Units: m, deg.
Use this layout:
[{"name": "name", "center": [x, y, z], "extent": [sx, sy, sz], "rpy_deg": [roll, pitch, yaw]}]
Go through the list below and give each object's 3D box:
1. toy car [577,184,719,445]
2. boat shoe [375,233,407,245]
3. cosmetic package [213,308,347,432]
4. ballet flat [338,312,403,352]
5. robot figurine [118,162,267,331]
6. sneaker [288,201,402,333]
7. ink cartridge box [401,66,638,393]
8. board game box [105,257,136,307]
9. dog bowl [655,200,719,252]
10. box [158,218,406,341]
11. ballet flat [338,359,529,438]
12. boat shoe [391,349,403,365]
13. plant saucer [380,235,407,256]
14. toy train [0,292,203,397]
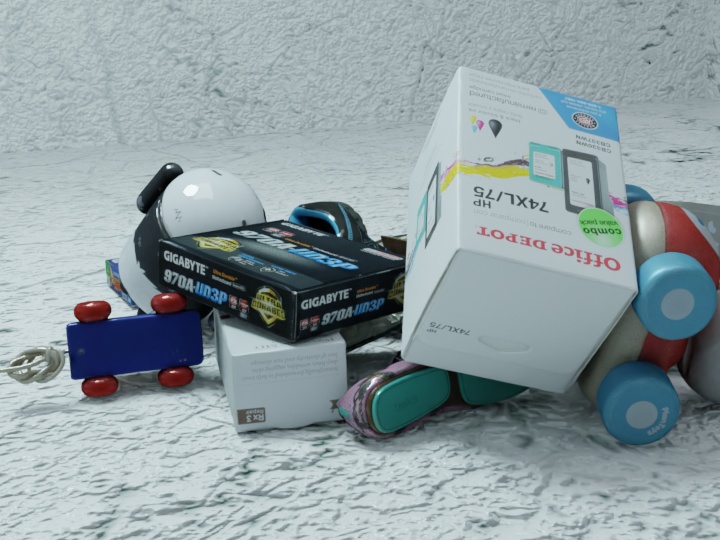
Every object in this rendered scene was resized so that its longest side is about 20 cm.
[{"name": "toy car", "center": [0.288, 0.041, 0.887], "extent": [0.197, 0.179, 0.185], "rpy_deg": [10, 23, -5]}, {"name": "boat shoe", "center": [0.098, -0.023, 1.333], "extent": [0.197, 0.072, 0.063], "rpy_deg": [-7, -2, 3]}, {"name": "cosmetic package", "center": [-0.077, 0.073, 0.975], "extent": [0.100, 0.075, 0.200], "rpy_deg": [-5, 13, -13]}, {"name": "ballet flat", "center": [0.047, 0.026, 1.051], "extent": [0.197, 0.073, 0.072], "rpy_deg": [-19, 14, -1]}, {"name": "robot figurine", "center": [-0.182, -0.022, 1.165], "extent": [0.149, 0.200, 0.126], "rpy_deg": [32, 40, -16]}, {"name": "sneaker", "center": [0.000, 0.000, 1.130], "extent": [0.200, 0.074, 0.082], "rpy_deg": [42, 19, 27]}, {"name": "ink cartridge box", "center": [0.123, -0.032, 0.881], "extent": [0.145, 0.147, 0.202], "rpy_deg": [12, 50, -9]}, {"name": "board game box", "center": [-0.210, 0.001, 1.364], "extent": [0.197, 0.035, 0.135], "rpy_deg": [-8, 14, -24]}, {"name": "dog bowl", "center": [0.340, -0.031, 1.245], "extent": [0.197, 0.060, 0.200], "rpy_deg": [4, -9, 1]}, {"name": "box", "center": [-0.066, 0.003, 0.989], "extent": [0.158, 0.047, 0.199], "rpy_deg": [-12, 22, -43]}, {"name": "ballet flat", "center": [0.065, 0.089, 0.912], "extent": [0.198, 0.070, 0.071], "rpy_deg": [-16, 15, -32]}, {"name": "boat shoe", "center": [0.110, 0.061, 1.018], "extent": [0.198, 0.061, 0.075], "rpy_deg": [-12, 17, -37]}, {"name": "plant saucer", "center": [0.113, 0.004, 1.205], "extent": [0.197, 0.037, 0.200], "rpy_deg": [15, -1, 0]}, {"name": "toy train", "center": [-0.253, 0.069, 1.015], "extent": [0.197, 0.086, 0.116], "rpy_deg": [-6, 4, -16]}]
